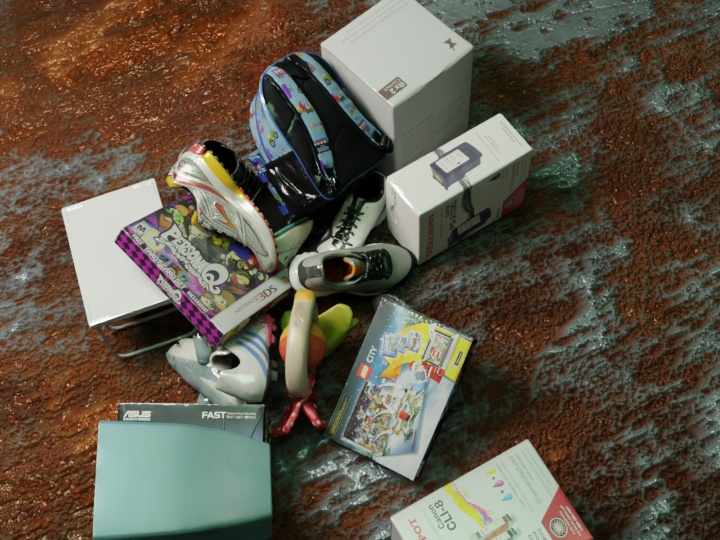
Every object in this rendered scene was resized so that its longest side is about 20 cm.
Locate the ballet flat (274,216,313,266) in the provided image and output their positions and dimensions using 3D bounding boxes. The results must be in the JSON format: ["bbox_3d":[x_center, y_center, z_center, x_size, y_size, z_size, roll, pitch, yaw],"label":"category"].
[{"bbox_3d":[-0.147,-0.008,1.537,0.199,0.067,0.063,-29,88,-8],"label":"ballet flat"}]

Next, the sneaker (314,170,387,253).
[{"bbox_3d":[-0.017,-0.065,1.544,0.073,0.080,0.201,22,65,13],"label":"sneaker"}]

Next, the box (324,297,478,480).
[{"bbox_3d":[0.053,0.155,1.384,0.136,0.038,0.201,24,93,18],"label":"box"}]

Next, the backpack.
[{"bbox_3d":[-0.080,-0.199,1.495,0.201,0.134,0.182,55,48,-9],"label":"backpack"}]

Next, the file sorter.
[{"bbox_3d":[-0.324,0.001,1.495,0.138,0.125,0.201,-19,60,-7],"label":"file sorter"}]

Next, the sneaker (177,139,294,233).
[{"bbox_3d":[-0.169,-0.115,1.521,0.199,0.106,0.075,33,76,-20],"label":"sneaker"}]

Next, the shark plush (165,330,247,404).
[{"bbox_3d":[-0.195,0.174,1.444,0.083,0.091,0.201,-36,78,10],"label":"shark plush"}]

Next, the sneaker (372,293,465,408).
[{"bbox_3d":[0.061,0.118,1.441,0.090,0.076,0.201,-31,60,-5],"label":"sneaker"}]

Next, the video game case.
[{"bbox_3d":[-0.205,-0.011,1.428,0.200,0.036,0.181,45,38,7],"label":"video game case"}]

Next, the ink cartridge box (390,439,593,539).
[{"bbox_3d":[0.152,0.332,1.269,0.199,0.145,0.146,-27,63,-11],"label":"ink cartridge box"}]

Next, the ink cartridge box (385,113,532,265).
[{"bbox_3d":[0.142,-0.115,1.525,0.199,0.145,0.085,-30,63,-14],"label":"ink cartridge box"}]

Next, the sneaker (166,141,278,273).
[{"bbox_3d":[-0.185,-0.074,1.429,0.082,0.078,0.200,-41,96,-7],"label":"sneaker"}]

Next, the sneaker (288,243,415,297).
[{"bbox_3d":[0.000,0.000,1.473,0.199,0.079,0.075,-8,89,-34],"label":"sneaker"}]

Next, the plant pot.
[{"bbox_3d":[-0.204,0.266,1.238,0.198,0.142,0.142,0,59,-7],"label":"plant pot"}]

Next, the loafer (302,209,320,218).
[{"bbox_3d":[-0.094,-0.168,1.621,0.070,0.068,0.202,-18,61,29],"label":"loafer"}]

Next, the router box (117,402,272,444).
[{"bbox_3d":[-0.215,0.247,1.355,0.198,0.062,0.151,0,81,4],"label":"router box"}]

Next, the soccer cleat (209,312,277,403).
[{"bbox_3d":[-0.158,0.105,1.408,0.086,0.070,0.200,13,22,-13],"label":"soccer cleat"}]

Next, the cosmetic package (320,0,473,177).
[{"bbox_3d":[0.056,-0.276,1.590,0.165,0.201,0.165,-39,65,-18],"label":"cosmetic package"}]

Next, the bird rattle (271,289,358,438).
[{"bbox_3d":[-0.082,0.117,1.399,0.112,0.164,0.201,10,57,12],"label":"bird rattle"}]
